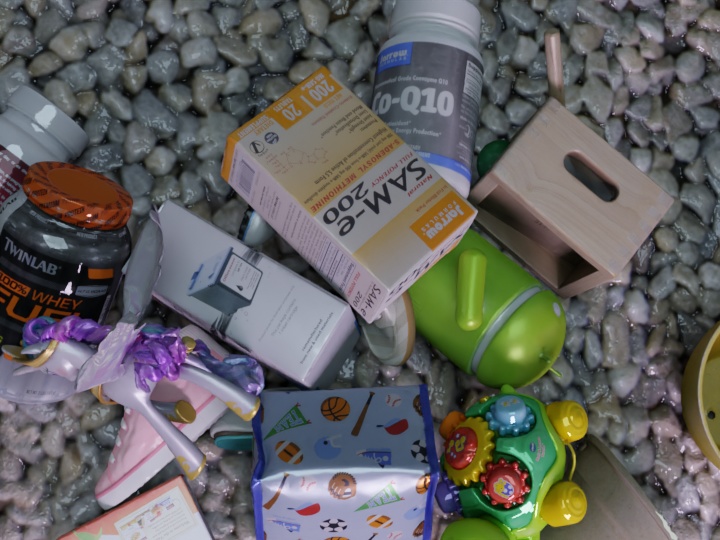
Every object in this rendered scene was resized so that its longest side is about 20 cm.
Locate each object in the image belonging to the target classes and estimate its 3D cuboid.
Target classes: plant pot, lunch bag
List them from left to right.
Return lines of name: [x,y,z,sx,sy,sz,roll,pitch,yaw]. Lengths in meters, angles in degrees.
lunch bag: [-0.017,0.211,0.980,0.169,0.201,0.124,0,47,-4]
plant pot: [0.207,0.292,1.008,0.183,0.200,0.201,-35,87,0]
plant pot: [0.407,0.130,1.071,0.199,0.142,0.201,1,81,-7]

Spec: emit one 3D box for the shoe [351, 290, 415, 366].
shoe: [0.000,0.000,1.021,0.053,0.070,0.201,-18,94,-38]

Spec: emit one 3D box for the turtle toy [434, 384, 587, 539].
turtle toy: [0.122,0.195,0.951,0.101,0.146,0.201,24,58,-29]

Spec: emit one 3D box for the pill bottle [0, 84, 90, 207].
pill bottle: [-0.356,-0.075,1.018,0.113,0.113,0.200,36,79,-1]

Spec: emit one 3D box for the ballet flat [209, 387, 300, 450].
ballet flat: [-0.049,0.149,1.052,0.199,0.069,0.070,6,80,-6]

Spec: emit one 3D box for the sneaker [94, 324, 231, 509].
sneaker: [-0.200,0.132,1.004,0.200,0.075,0.105,-43,89,13]

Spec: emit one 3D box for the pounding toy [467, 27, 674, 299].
pounding toy: [0.199,-0.099,1.059,0.200,0.184,0.142,40,78,0]

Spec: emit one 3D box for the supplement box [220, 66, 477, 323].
supplement box: [-0.012,-0.070,0.946,0.200,0.074,0.126,44,62,10]

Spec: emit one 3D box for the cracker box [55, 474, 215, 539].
cracker box: [-0.187,0.315,1.006,0.133,0.058,0.201,-26,84,-10]

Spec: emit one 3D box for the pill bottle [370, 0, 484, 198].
pill bottle: [0.067,-0.175,1.087,0.113,0.114,0.201,9,76,-6]

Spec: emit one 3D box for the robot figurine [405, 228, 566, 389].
robot figurine: [0.117,0.037,1.044,0.200,0.175,0.116,40,92,24]

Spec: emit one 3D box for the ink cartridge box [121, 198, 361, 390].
ink cartridge box: [-0.107,0.031,0.998,0.199,0.146,0.086,28,80,11]

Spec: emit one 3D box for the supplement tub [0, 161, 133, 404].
supplement tub: [-0.285,0.010,0.964,0.122,0.123,0.201,22,108,-3]

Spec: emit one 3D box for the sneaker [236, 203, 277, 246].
sneaker: [-0.054,-0.078,1.040,0.072,0.072,0.200,35,41,6]

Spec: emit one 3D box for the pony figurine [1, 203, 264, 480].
pony figurine: [-0.182,0.071,0.880,0.199,0.193,0.167,32,37,-15]
